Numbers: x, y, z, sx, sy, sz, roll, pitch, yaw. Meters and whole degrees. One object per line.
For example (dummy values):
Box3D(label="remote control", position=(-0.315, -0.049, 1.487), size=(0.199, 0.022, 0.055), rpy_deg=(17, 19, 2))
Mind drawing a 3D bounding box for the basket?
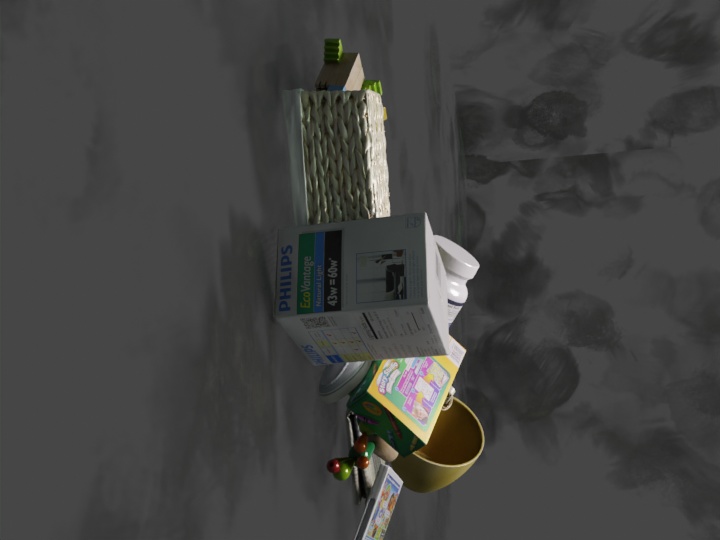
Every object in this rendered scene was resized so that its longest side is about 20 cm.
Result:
Box3D(label="basket", position=(-0.030, -0.149, 1.227), size=(0.136, 0.121, 0.205), rpy_deg=(-34, 119, -77))

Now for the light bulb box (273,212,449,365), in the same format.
Box3D(label="light bulb box", position=(0.007, 0.031, 1.172), size=(0.199, 0.195, 0.127), rpy_deg=(62, 25, -63))

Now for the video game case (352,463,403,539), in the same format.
Box3D(label="video game case", position=(0.014, 0.408, 1.372), size=(0.144, 0.018, 0.203), rpy_deg=(62, 47, -65))

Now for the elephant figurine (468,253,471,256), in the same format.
Box3D(label="elephant figurine", position=(0.131, 0.046, 1.761), size=(0.155, 0.195, 0.145), rpy_deg=(26, 61, -76))

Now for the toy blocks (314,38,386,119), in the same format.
Box3D(label="toy blocks", position=(-0.030, -0.228, 1.364), size=(0.202, 0.098, 0.138), rpy_deg=(75, 28, -48))

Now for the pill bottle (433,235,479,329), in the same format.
Box3D(label="pill bottle", position=(0.110, 0.051, 1.500), size=(0.202, 0.115, 0.116), rpy_deg=(-59, 176, 15))

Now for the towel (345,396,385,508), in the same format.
Box3D(label="towel", position=(0.007, 0.289, 1.527), size=(0.193, 0.034, 0.204), rpy_deg=(-68, 150, -70))

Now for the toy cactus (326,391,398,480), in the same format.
Box3D(label="toy cactus", position=(0.009, 0.241, 1.355), size=(0.166, 0.100, 0.203), rpy_deg=(60, 38, -45))

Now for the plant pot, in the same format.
Box3D(label="plant pot", position=(0.132, 0.360, 1.790), size=(0.202, 0.196, 0.144), rpy_deg=(-76, -175, -54))

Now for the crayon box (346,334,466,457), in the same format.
Box3D(label="crayon box", position=(0.071, 0.158, 1.322), size=(0.118, 0.058, 0.201), rpy_deg=(41, 45, -10))

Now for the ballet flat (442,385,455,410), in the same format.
Box3D(label="ballet flat", position=(0.134, 0.177, 1.495), size=(0.068, 0.062, 0.201), rpy_deg=(-48, 156, -19))

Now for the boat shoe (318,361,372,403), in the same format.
Box3D(label="boat shoe", position=(-0.012, 0.100, 1.311), size=(0.072, 0.069, 0.202), rpy_deg=(50, 57, -25))
